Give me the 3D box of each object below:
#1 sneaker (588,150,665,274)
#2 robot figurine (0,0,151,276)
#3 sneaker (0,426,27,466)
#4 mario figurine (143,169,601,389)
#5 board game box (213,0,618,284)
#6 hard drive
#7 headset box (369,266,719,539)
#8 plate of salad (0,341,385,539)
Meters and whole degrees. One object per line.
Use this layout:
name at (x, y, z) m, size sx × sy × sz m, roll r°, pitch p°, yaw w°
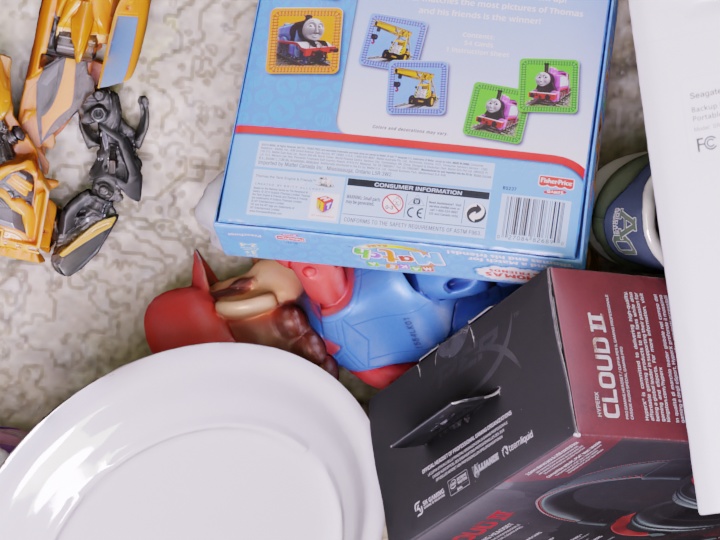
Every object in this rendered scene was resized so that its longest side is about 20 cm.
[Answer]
sneaker at (0.191, -0.038, 1.103) m, size 0.200 × 0.090 × 0.067 m, roll -16°, pitch 96°, yaw -1°
robot figurine at (-0.158, -0.092, 1.170) m, size 0.145 × 0.058 × 0.201 m, roll 11°, pitch 98°, yaw -2°
sneaker at (-0.126, 0.109, 1.197) m, size 0.200 × 0.088 × 0.081 m, roll 16°, pitch 99°, yaw -28°
mario figurine at (0.000, 0.000, 1.177) m, size 0.200 × 0.106 × 0.124 m, roll -13°, pitch 99°, yaw 14°
board game box at (0.030, -0.096, 1.128) m, size 0.151 × 0.037 × 0.200 m, roll 6°, pitch 69°, yaw 9°
hard drive at (0.178, -0.016, 1.014) m, size 0.132 × 0.026 × 0.201 m, roll -9°, pitch 85°, yaw 24°
headset box at (0.109, 0.065, 1.123) m, size 0.200 × 0.149 × 0.075 m, roll 6°, pitch 64°, yaw -30°
plate of salad at (-0.081, 0.116, 1.141) m, size 0.200 × 0.048 × 0.201 m, roll -15°, pitch 122°, yaw -25°
